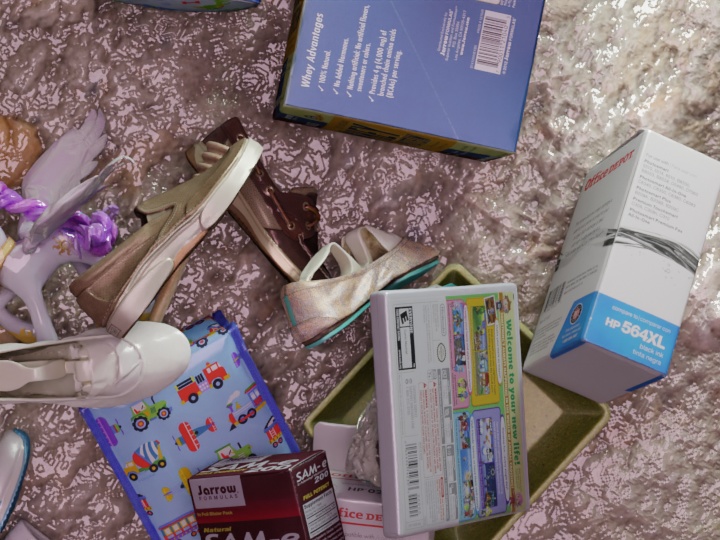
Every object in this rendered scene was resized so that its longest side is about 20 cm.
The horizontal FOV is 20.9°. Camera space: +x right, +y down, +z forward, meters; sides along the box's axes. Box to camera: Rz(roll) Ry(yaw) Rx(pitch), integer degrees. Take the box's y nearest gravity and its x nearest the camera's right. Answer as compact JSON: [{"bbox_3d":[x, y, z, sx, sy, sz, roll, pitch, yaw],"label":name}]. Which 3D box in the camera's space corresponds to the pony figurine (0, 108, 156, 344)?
[{"bbox_3d":[-0.259,-0.026,1.651,0.193,0.167,0.200,-36,111,-2],"label":"pony figurine"}]

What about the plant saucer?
[{"bbox_3d":[0.084,0.130,1.729,0.200,0.048,0.200,43,86,-5],"label":"plant saucer"}]

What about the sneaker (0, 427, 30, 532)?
[{"bbox_3d":[-0.350,0.219,1.670,0.081,0.077,0.200,31,85,-3],"label":"sneaker"}]

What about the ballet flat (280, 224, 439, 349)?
[{"bbox_3d":[0.000,0.000,1.663,0.068,0.200,0.067,-31,91,37],"label":"ballet flat"}]

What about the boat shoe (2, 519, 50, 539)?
[{"bbox_3d":[-0.227,0.288,1.683,0.200,0.074,0.065,32,91,-6],"label":"boat shoe"}]

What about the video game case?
[{"bbox_3d":[0.077,0.113,1.634,0.182,0.022,0.200,-3,89,-49],"label":"video game case"}]

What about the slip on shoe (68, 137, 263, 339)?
[{"bbox_3d":[-0.157,-0.038,1.587,0.061,0.076,0.200,38,80,-2],"label":"slip on shoe"}]

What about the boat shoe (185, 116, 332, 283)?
[{"bbox_3d":[-0.065,-0.047,1.702,0.072,0.072,0.200,-40,88,-3],"label":"boat shoe"}]

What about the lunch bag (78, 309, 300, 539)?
[{"bbox_3d":[-0.136,0.160,1.693,0.151,0.094,0.200,-28,102,-8],"label":"lunch bag"}]

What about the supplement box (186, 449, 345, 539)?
[{"bbox_3d":[-0.066,0.256,1.626,0.109,0.061,0.200,-9,97,31],"label":"supplement box"}]

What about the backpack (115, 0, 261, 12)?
[{"bbox_3d":[-0.144,-0.291,1.626,0.183,0.200,0.147,3,90,-7],"label":"backpack"}]

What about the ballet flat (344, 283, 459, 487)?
[{"bbox_3d":[0.035,0.095,1.658,0.072,0.072,0.200,28,60,-6],"label":"ballet flat"}]

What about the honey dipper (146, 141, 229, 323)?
[{"bbox_3d":[-0.151,-0.012,1.646,0.038,0.038,0.200,23,84,-6],"label":"honey dipper"}]

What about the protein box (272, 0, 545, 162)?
[{"bbox_3d":[0.044,-0.211,1.678,0.200,0.135,0.199,11,89,-6],"label":"protein box"}]

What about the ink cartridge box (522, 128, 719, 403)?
[{"bbox_3d":[0.226,-0.002,1.670,0.084,0.146,0.200,23,73,-9],"label":"ink cartridge box"}]

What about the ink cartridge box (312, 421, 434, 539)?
[{"bbox_3d":[0.004,0.239,1.675,0.115,0.068,0.200,5,105,7],"label":"ink cartridge box"}]

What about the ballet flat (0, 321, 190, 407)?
[{"bbox_3d":[-0.241,0.083,1.597,0.200,0.069,0.069,-6,91,9],"label":"ballet flat"}]
